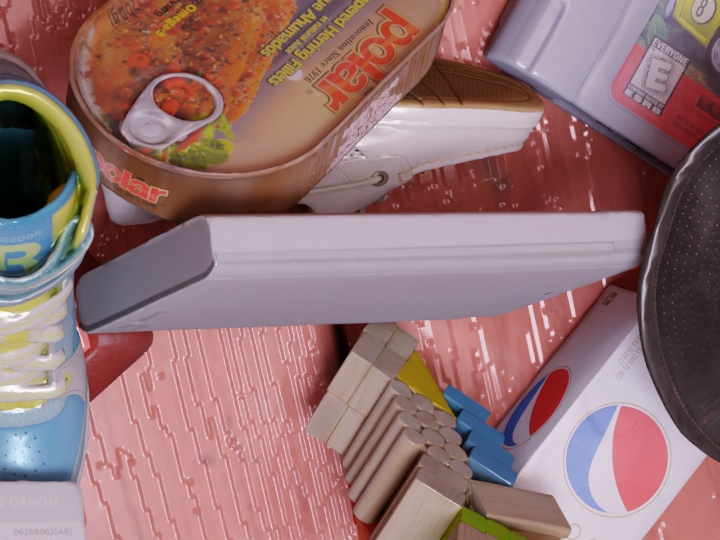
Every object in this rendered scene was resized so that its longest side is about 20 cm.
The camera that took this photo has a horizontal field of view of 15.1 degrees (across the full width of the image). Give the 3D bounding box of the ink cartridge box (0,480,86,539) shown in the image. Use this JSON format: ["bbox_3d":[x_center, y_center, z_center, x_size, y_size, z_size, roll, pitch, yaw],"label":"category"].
[{"bbox_3d":[-0.177,0.181,1.021,0.161,0.050,0.201,2,64,-24],"label":"ink cartridge box"}]

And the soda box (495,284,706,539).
[{"bbox_3d":[0.083,0.105,1.205,0.068,0.064,0.200,40,84,-15],"label":"soda box"}]

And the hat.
[{"bbox_3d":[0.192,-0.004,1.157,0.199,0.081,0.202,-8,112,-19],"label":"hat"}]

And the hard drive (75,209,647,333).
[{"bbox_3d":[0.000,0.000,1.114,0.199,0.132,0.026,-2,79,-29],"label":"hard drive"}]

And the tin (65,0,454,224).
[{"bbox_3d":[-0.039,-0.090,1.110,0.112,0.042,0.200,28,46,18],"label":"tin"}]

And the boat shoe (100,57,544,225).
[{"bbox_3d":[-0.018,-0.051,1.166,0.198,0.071,0.070,-3,112,-18],"label":"boat shoe"}]

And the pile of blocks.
[{"bbox_3d":[0.033,0.106,1.144,0.082,0.201,0.062,15,121,-30],"label":"pile of blocks"}]

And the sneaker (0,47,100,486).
[{"bbox_3d":[-0.139,0.016,1.048,0.079,0.131,0.202,-10,99,-14],"label":"sneaker"}]

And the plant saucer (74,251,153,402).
[{"bbox_3d":[-0.216,0.022,1.115,0.199,0.037,0.200,-42,105,-7],"label":"plant saucer"}]

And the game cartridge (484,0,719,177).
[{"bbox_3d":[0.169,-0.103,1.223,0.199,0.041,0.134,30,83,-16],"label":"game cartridge"}]
